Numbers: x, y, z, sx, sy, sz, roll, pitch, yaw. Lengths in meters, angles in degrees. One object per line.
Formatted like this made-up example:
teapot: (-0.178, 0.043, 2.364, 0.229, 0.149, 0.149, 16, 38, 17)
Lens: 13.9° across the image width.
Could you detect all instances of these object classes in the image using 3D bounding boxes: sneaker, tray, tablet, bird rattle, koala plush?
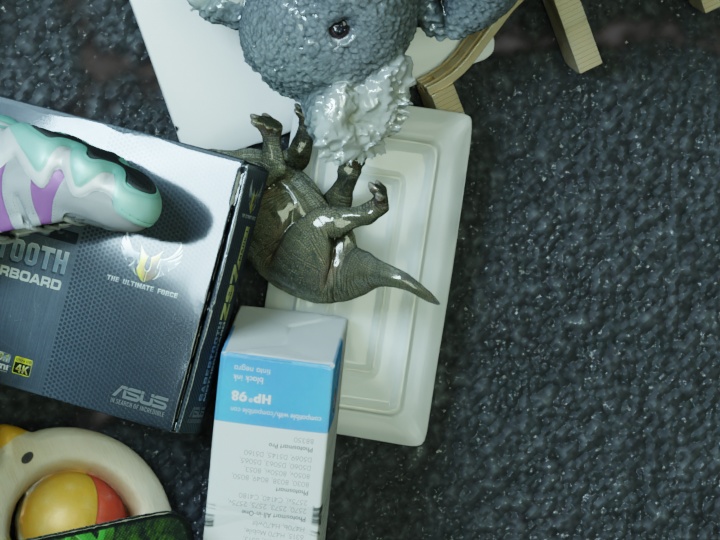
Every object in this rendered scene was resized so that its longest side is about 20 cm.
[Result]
sneaker: (-0.210, -0.018, 1.609, 0.200, 0.078, 0.140, 21, 93, 25)
tray: (0.000, 0.000, 1.732, 0.107, 0.022, 0.200, 9, 96, 1)
tablet: (-0.030, -0.155, 1.737, 0.200, 0.014, 0.130, -21, 98, -9)
bird rattle: (-0.162, 0.172, 1.690, 0.200, 0.113, 0.163, 13, 75, -15)
koala plush: (0.013, -0.168, 1.658, 0.200, 0.184, 0.177, -44, 79, 0)

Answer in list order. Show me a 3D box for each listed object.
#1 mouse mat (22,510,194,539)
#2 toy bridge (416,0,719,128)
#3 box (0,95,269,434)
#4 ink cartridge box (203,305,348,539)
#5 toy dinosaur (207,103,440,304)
mouse mat: (-0.159, 0.228, 1.641, 0.161, 0.008, 0.200, -12, 121, -5)
toy bridge: (0.124, -0.151, 1.754, 0.200, 0.027, 0.067, -27, 115, -8)
box: (-0.167, -0.008, 1.659, 0.200, 0.051, 0.158, 16, 90, 13)
ink cartridge box: (-0.052, 0.132, 1.683, 0.067, 0.116, 0.200, 6, 103, 2)
toy dinosaur: (-0.037, -0.029, 1.694, 0.200, 0.077, 0.102, 32, 115, 7)
